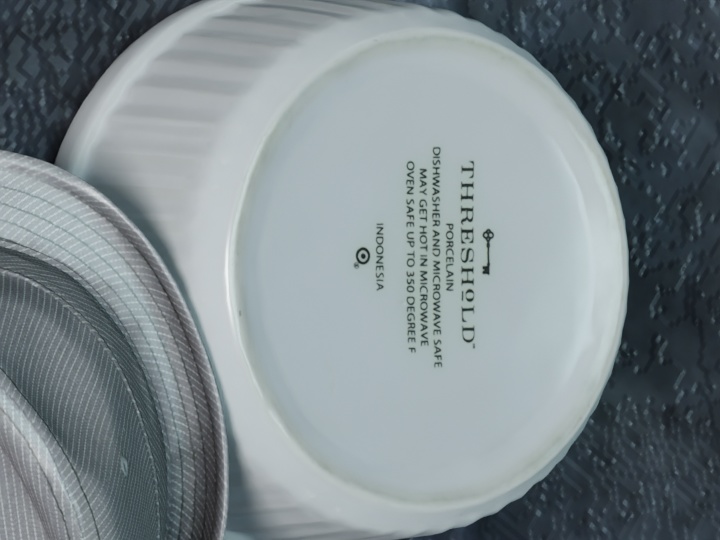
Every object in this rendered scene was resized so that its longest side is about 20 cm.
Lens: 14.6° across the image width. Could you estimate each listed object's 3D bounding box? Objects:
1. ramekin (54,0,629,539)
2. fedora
[{"bbox_3d":[0.000,0.000,0.947,0.202,0.094,0.203,0,90,-32],"label":"ramekin"},{"bbox_3d":[-0.125,0.069,0.835,0.176,0.090,0.200,-3,102,-6],"label":"fedora"}]
